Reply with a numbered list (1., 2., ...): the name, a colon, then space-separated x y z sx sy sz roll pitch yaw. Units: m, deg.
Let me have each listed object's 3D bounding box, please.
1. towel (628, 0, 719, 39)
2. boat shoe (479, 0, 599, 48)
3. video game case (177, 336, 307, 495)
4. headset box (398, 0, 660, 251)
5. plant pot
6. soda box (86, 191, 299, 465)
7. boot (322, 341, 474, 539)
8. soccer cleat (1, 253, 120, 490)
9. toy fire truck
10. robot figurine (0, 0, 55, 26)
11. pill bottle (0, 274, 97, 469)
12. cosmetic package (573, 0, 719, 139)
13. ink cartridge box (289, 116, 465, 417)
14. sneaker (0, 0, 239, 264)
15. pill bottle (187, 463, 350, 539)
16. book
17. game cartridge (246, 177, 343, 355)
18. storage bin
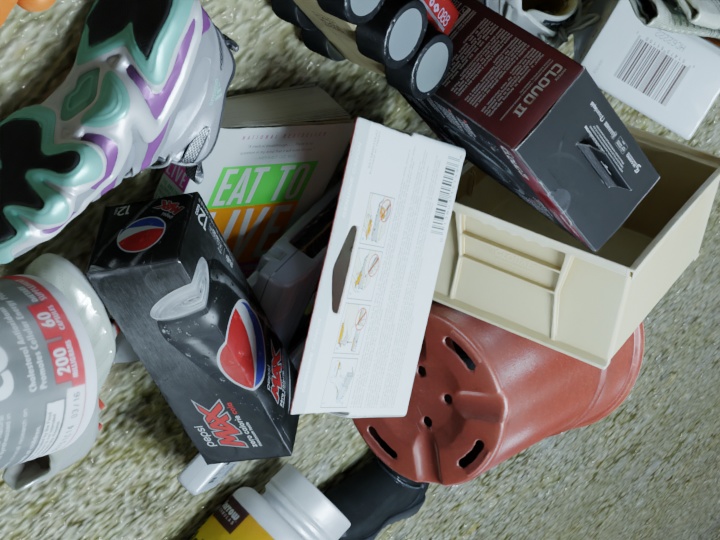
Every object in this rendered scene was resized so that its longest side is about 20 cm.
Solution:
1. towel: 0.220 -0.251 1.189 0.035 0.193 0.200 -33 164 34
2. boat shoe: 0.136 -0.196 1.234 0.075 0.086 0.202 -39 149 -19
3. video game case: -0.066 0.098 1.283 0.182 0.023 0.200 -47 177 -5
4. headset box: 0.108 -0.109 1.155 0.077 0.200 0.149 -50 139 -2
5. plant pot: 0.099 0.072 1.348 0.195 0.201 0.201 -28 146 -51
6. soda box: -0.104 0.043 1.095 0.063 0.071 0.200 -80 153 -42
7. boot: 0.039 0.154 1.532 0.165 0.066 0.200 -21 144 -54
8. soccer cleat: -0.204 0.072 1.089 0.078 0.069 0.200 -46 158 -38
9. toy fire truck: 0.041 -0.228 1.045 0.200 0.129 0.176 -60 151 -5
10. robot figurine: -0.190 -0.182 0.764 0.144 0.117 0.200 33 99 -17
11. pill bottle: -0.264 0.074 0.963 0.200 0.114 0.114 -16 137 -47
12. cosmetic package: 0.224 -0.172 1.279 0.071 0.101 0.200 -59 -177 17
13. ink cartridge box: 0.000 0.000 1.129 0.173 0.043 0.201 9 94 -62
14. sneaker: -0.141 -0.071 1.000 0.200 0.078 0.140 -50 151 1
15. pill bottle: -0.104 0.263 1.417 0.200 0.109 0.109 -46 151 -8
16. book: -0.098 -0.031 1.151 0.133 0.048 0.200 -12 137 -47
17. game cartridge: -0.029 -0.005 1.213 0.200 0.041 0.133 -46 170 -42
18. storage bin: 0.152 -0.041 1.284 0.200 0.198 0.094 -41 147 -48
